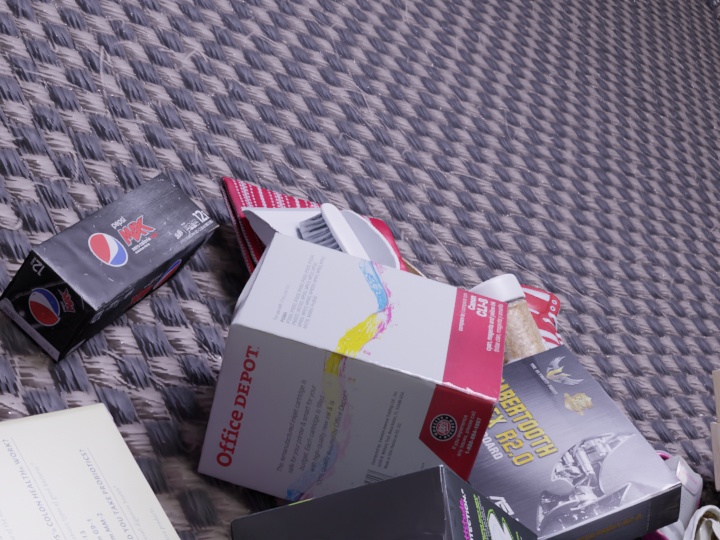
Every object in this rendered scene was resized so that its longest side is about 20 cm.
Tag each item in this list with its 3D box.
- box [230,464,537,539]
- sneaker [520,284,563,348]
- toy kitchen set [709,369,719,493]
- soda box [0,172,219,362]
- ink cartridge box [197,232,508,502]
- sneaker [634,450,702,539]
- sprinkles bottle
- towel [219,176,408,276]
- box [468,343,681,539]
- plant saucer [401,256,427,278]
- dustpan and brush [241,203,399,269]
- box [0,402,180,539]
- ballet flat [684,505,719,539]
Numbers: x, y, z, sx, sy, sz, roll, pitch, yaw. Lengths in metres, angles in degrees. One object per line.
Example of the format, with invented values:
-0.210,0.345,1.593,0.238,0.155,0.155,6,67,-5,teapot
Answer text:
0.029,0.221,0.827,0.200,0.147,0.125,45,33,-56,box
0.194,0.091,1.363,0.200,0.071,0.112,49,33,16,sneaker
0.477,0.211,1.391,0.163,0.179,0.202,32,53,-64,toy kitchen set
-0.196,-0.008,1.034,0.071,0.063,0.200,42,29,2,soda box
-0.005,0.087,0.996,0.198,0.146,0.145,17,31,0,ink cartridge box
0.255,0.208,1.192,0.081,0.088,0.200,42,-13,-10,sneaker
0.163,0.105,1.271,0.068,0.068,0.201,-7,67,-53,sprinkles bottle
-0.031,-0.016,1.212,0.199,0.023,0.145,14,39,-39,towel
0.155,0.160,1.118,0.157,0.049,0.200,-18,38,-13,box
0.020,0.050,1.243,0.199,0.035,0.201,30,31,-21,plant saucer
0.000,0.000,1.143,0.139,0.057,0.201,-3,51,-51,dustpan and brush
-0.202,0.186,0.741,0.199,0.097,0.177,-5,54,-53,box
0.338,0.303,1.266,0.069,0.070,0.201,33,31,-15,ballet flat
